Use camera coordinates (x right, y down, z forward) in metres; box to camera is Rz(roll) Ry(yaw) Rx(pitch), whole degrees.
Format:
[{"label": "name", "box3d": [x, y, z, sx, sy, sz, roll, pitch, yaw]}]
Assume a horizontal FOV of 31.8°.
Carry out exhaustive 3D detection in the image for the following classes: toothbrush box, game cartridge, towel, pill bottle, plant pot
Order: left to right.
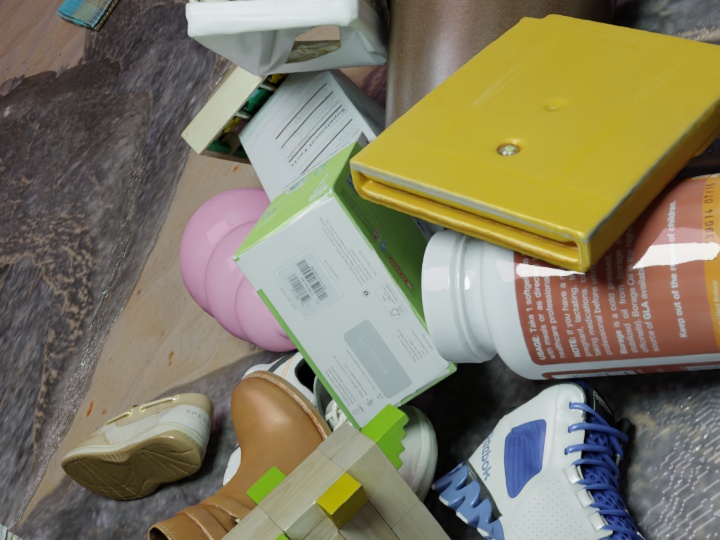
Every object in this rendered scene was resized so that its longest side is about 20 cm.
[{"label": "towel", "box3d": [-0.420, -0.460, 2.043, 0.148, 0.022, 0.200, -57, 33, -2]}, {"label": "toothbrush box", "box3d": [0.000, 0.000, 0.901, 0.086, 0.146, 0.200, -32, 11, 15]}, {"label": "plant pot", "box3d": [0.100, -0.161, 0.964, 0.199, 0.199, 0.201, -16, 56, 44]}, {"label": "game cartridge", "box3d": [0.120, -0.088, 0.770, 0.175, 0.033, 0.200, 21, 49, 38]}, {"label": "pill bottle", "box3d": [0.143, 0.007, 0.767, 0.197, 0.112, 0.113, -6, 54, 25]}]

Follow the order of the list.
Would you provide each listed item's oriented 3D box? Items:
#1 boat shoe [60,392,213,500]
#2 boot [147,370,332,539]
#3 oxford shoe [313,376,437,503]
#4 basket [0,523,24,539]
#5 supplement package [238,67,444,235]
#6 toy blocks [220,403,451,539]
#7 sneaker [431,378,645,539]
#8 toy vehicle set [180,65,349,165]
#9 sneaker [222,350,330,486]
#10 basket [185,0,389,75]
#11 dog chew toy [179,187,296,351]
[{"label": "boat shoe", "box3d": [-0.201, 0.160, 1.170, 0.198, 0.074, 0.070, -19, 35, 41]}, {"label": "boot", "box3d": [-0.085, 0.165, 0.868, 0.077, 0.154, 0.202, -39, 65, 42]}, {"label": "oxford shoe", "box3d": [0.006, 0.116, 0.913, 0.076, 0.057, 0.200, -64, 21, 10]}, {"label": "basket", "box3d": [-0.326, 0.352, 1.065, 0.199, 0.160, 0.200, -33, 39, 31]}, {"label": "supplement package", "box3d": [-0.015, -0.087, 1.102, 0.110, 0.113, 0.201, -47, 32, 11]}, {"label": "toy blocks", "box3d": [-0.017, 0.199, 0.779, 0.200, 0.137, 0.100, -42, 21, -12]}, {"label": "sneaker", "box3d": [0.127, 0.129, 0.758, 0.116, 0.080, 0.199, -57, 31, 0]}, {"label": "toy vehicle set", "box3d": [-0.086, -0.159, 1.217, 0.124, 0.027, 0.200, -48, -11, 12]}, {"label": "sneaker", "box3d": [-0.057, 0.139, 0.992, 0.080, 0.074, 0.202, -32, 39, 28]}, {"label": "basket", "box3d": [-0.051, -0.234, 1.005, 0.133, 0.200, 0.125, -3, 89, 9]}, {"label": "dog chew toy", "box3d": [-0.085, 0.006, 1.093, 0.125, 0.124, 0.200, -51, 29, 5]}]
